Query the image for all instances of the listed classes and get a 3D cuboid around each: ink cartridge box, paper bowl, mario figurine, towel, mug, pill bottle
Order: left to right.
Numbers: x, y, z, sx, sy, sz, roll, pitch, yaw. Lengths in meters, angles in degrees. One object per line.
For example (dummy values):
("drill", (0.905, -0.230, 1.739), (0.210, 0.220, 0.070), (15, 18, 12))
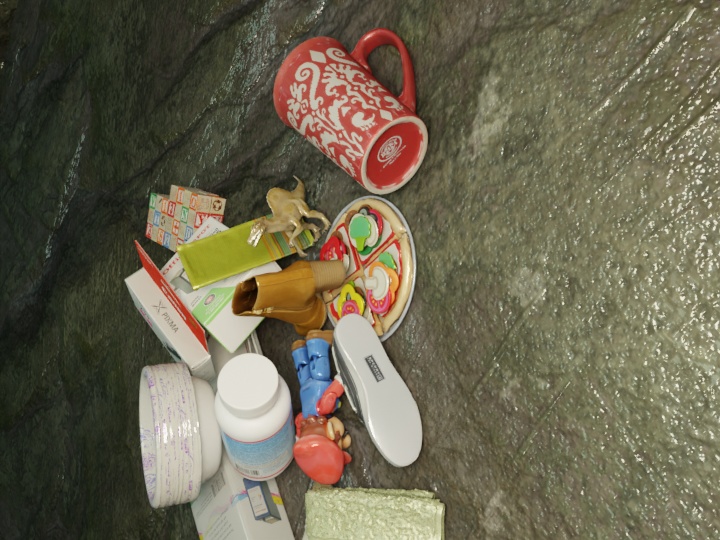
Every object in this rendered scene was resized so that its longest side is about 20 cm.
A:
("ink cartridge box", (-0.308, 0.075, 1.137), (0.200, 0.043, 0.175), (48, 158, 19))
("paper bowl", (-0.269, 0.240, 1.065), (0.200, 0.102, 0.207), (176, 90, -67))
("ink cartridge box", (-0.225, 0.017, 1.148), (0.146, 0.084, 0.198), (-48, 42, -13))
("ink cartridge box", (-0.193, 0.387, 1.125), (0.146, 0.086, 0.203), (-51, 50, 34))
("towel", (-0.170, -0.038, 1.064), (0.087, 0.196, 0.018), (55, 156, 34))
("pill bottle", (-0.148, 0.206, 1.008), (0.203, 0.106, 0.110), (92, 153, -52))
("mario figurine", (-0.045, 0.195, 0.998), (0.124, 0.103, 0.205), (96, 170, -63))
("mug", (-0.004, -0.217, 0.925), (0.200, 0.131, 0.180), (47, 122, 36))
("towel", (0.014, 0.345, 0.882), (0.195, 0.036, 0.153), (-4, 81, 27))

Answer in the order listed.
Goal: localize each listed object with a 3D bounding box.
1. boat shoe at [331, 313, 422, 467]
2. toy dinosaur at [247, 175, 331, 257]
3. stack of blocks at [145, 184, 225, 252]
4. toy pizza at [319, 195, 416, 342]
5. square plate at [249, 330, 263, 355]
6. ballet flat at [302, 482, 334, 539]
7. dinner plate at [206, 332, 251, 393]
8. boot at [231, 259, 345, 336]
("boat shoe", (0.014, 0.158, 0.918), (0.203, 0.070, 0.068), (62, 154, 18))
("toy dinosaur", (-0.091, -0.086, 1.037), (0.101, 0.201, 0.058), (42, 126, -8))
("stack of blocks", (-0.335, -0.099, 1.350), (0.198, 0.058, 0.119), (21, 102, 48))
("toy pizza", (0.000, 0.000, 0.973), (0.197, 0.031, 0.207), (-6, 82, 49))
("square plate", (-0.212, 0.180, 1.208), (0.198, 0.028, 0.204), (-47, 54, 37))
("ballet flat", (-0.042, 0.384, 0.966), (0.071, 0.064, 0.203), (-46, 54, 36))
("dinner plate", (-0.227, 0.161, 1.189), (0.197, 0.024, 0.207), (-6, 82, 50))
("boot", (-0.112, 0.044, 0.988), (0.072, 0.141, 0.202), (69, 152, 21))
